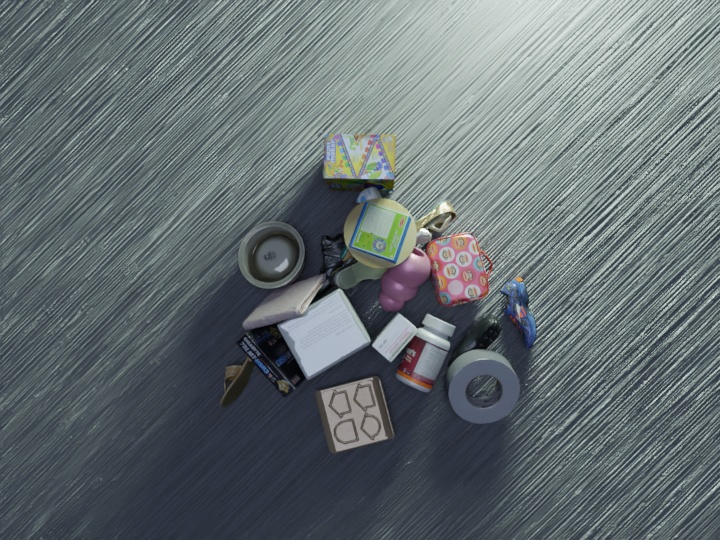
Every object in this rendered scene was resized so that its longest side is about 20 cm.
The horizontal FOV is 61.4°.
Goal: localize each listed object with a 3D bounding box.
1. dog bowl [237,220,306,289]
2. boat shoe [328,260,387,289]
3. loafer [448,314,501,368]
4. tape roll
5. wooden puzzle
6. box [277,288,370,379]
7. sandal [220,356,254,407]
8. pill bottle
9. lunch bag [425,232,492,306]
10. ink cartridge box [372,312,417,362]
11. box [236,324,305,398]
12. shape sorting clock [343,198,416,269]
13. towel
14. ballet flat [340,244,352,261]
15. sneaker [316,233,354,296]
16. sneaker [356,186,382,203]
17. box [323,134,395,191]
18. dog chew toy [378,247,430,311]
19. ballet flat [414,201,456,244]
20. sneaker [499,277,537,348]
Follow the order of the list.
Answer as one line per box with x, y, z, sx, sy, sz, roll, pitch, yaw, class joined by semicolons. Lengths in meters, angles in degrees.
-0.245;-0.037;1.734;0.199;0.074;0.201;-2;76;10;dog bowl
0.000;0.000;1.721;0.201;0.060;0.072;-19;101;-35;boat shoe
0.324;0.209;1.732;0.068;0.070;0.201;34;107;-16;loafer
0.339;0.325;1.697;0.199;0.066;0.201;-1;108;-2;tape roll
-0.016;0.413;1.750;0.199;0.046;0.186;-15;88;6;wooden puzzle
-0.093;0.172;1.680;0.199;0.200;0.172;-31;86;0;box
-0.357;0.289;1.761;0.070;0.078;0.212;32;84;22;sandal
0.186;0.231;1.712;0.109;0.110;0.201;24;89;3;pill bottle
0.286;-0.006;1.729;0.175;0.082;0.201;-13;88;1;lunch bag
0.093;0.180;1.672;0.067;0.200;0.116;41;90;3;ink cartridge box
-0.231;0.240;1.682;0.050;0.200;0.199;-43;86;12;box
0.053;-0.100;1.644;0.199;0.039;0.201;0;73;0;shape sorting clock
-0.203;0.088;1.663;0.199;0.191;0.032;-18;110;32;towel
0.000;-0.094;1.708;0.063;0.069;0.200;29;49;-12;ballet flat
-0.093;-0.025;1.749;0.114;0.076;0.200;37;87;4;sneaker
0.063;-0.152;1.733;0.072;0.072;0.200;-25;117;29;sneaker
0.000;-0.296;1.688;0.192;0.200;0.123;2;89;3;box
0.114;0.030;1.712;0.124;0.125;0.200;27;114;3;dog chew toy
0.193;-0.122;1.722;0.200;0.071;0.065;-40;56;-11;ballet flat
0.451;0.124;1.732;0.078;0.075;0.201;-15;80;10;sneaker
